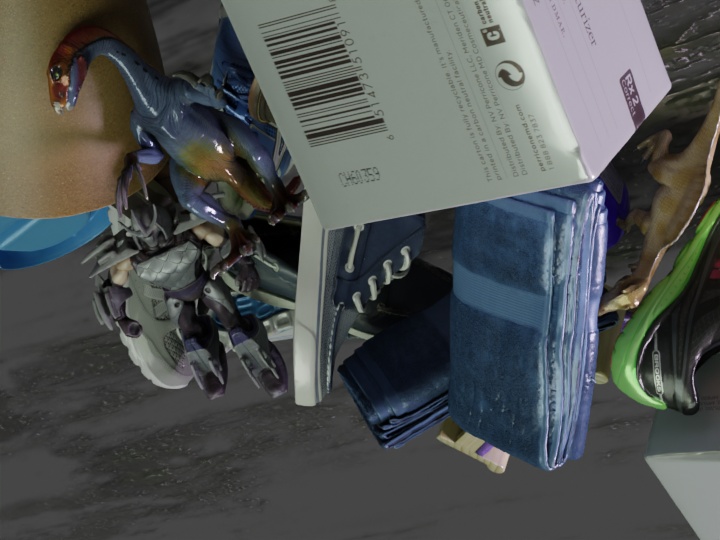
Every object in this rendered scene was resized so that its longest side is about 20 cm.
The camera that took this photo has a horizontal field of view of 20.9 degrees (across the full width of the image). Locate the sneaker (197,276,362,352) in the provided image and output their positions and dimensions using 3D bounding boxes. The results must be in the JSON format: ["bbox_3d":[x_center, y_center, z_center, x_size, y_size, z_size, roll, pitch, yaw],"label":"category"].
[{"bbox_3d":[-0.035,0.020,1.566,0.199,0.075,0.087,-6,180,17],"label":"sneaker"}]

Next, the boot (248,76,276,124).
[{"bbox_3d":[-0.007,-0.107,1.279,0.097,0.075,0.200,28,-175,12],"label":"boot"}]

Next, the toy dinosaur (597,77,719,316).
[{"bbox_3d":[0.212,-0.058,1.280,0.058,0.201,0.101,22,-170,-6],"label":"toy dinosaur"}]

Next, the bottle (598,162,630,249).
[{"bbox_3d":[0.108,-0.089,1.319,0.083,0.066,0.200,-13,135,32],"label":"bottle"}]

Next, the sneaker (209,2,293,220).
[{"bbox_3d":[-0.072,-0.113,1.369,0.075,0.077,0.200,15,145,11],"label":"sneaker"}]

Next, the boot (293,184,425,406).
[{"bbox_3d":[0.000,0.000,1.396,0.090,0.201,0.073,4,-173,-2],"label":"boot"}]

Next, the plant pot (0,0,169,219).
[{"bbox_3d":[-0.215,-0.170,1.297,0.185,0.187,0.201,14,132,9],"label":"plant pot"}]

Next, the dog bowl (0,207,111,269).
[{"bbox_3d":[-0.271,-0.051,1.498,0.111,0.050,0.200,-34,164,24],"label":"dog bowl"}]

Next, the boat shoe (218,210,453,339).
[{"bbox_3d":[-0.009,-0.001,1.472,0.199,0.075,0.062,18,143,6],"label":"boat shoe"}]

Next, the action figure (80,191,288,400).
[{"bbox_3d":[-0.121,0.017,1.423,0.129,0.070,0.200,-16,138,13],"label":"action figure"}]

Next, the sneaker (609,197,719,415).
[{"bbox_3d":[0.247,0.011,1.288,0.084,0.200,0.077,35,177,15],"label":"sneaker"}]

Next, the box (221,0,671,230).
[{"bbox_3d":[0.045,-0.149,1.148,0.199,0.131,0.200,-10,114,37],"label":"box"}]

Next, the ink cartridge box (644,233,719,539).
[{"bbox_3d":[0.302,0.084,1.343,0.144,0.201,0.145,-6,139,33],"label":"ink cartridge box"}]

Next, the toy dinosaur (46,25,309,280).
[{"bbox_3d":[-0.127,-0.086,1.277,0.182,0.105,0.200,50,-178,-8],"label":"toy dinosaur"}]

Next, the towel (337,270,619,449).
[{"bbox_3d":[0.083,0.049,1.406,0.199,0.112,0.049,-32,117,-1],"label":"towel"}]

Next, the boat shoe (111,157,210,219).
[{"bbox_3d":[-0.197,-0.109,1.453,0.200,0.068,0.072,40,155,8],"label":"boat shoe"}]

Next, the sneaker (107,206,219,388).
[{"bbox_3d":[-0.145,-0.003,1.505,0.081,0.075,0.201,-1,109,16],"label":"sneaker"}]

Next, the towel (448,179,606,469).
[{"bbox_3d":[0.103,0.024,1.270,0.111,0.048,0.201,23,122,40],"label":"towel"}]

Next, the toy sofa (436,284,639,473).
[{"bbox_3d":[0.147,0.086,1.536,0.097,0.083,0.200,27,146,-8],"label":"toy sofa"}]
